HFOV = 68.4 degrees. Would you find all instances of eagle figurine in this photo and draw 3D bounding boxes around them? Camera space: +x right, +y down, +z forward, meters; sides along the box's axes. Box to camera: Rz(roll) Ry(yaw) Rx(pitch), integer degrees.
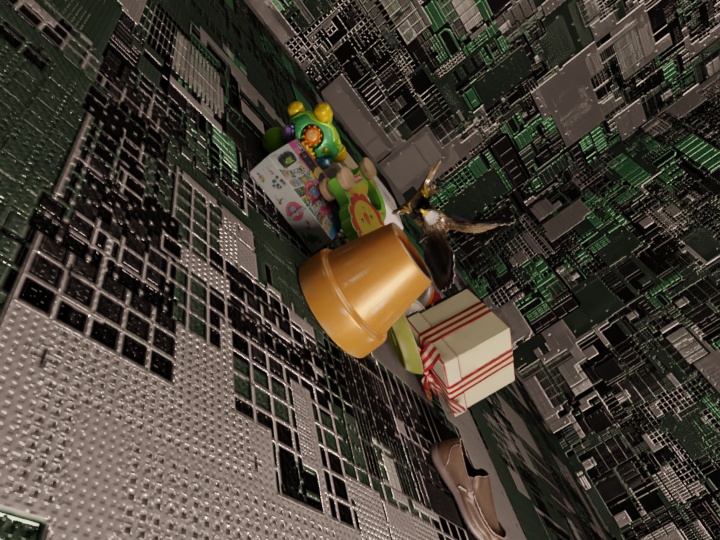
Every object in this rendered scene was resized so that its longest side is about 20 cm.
[{"bbox_3d":[0.147,-0.070,0.909,0.149,0.154,0.200,-17,48,-38],"label":"eagle figurine"}]

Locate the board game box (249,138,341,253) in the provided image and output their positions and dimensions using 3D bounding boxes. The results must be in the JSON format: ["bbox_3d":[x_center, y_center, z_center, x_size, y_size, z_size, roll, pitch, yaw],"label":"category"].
[{"bbox_3d":[-0.113,-0.155,1.081,0.201,0.064,0.148,52,31,-11],"label":"board game box"}]

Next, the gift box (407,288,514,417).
[{"bbox_3d":[0.207,0.177,1.114,0.200,0.184,0.187,49,-19,57],"label":"gift box"}]

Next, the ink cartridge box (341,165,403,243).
[{"bbox_3d":[0.007,-0.159,1.399,0.145,0.146,0.201,48,15,-24],"label":"ink cartridge box"}]

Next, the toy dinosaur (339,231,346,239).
[{"bbox_3d":[0.003,-0.076,1.212,0.200,0.048,0.088,43,-18,-15],"label":"toy dinosaur"}]

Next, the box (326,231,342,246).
[{"bbox_3d":[-0.115,-0.148,1.178,0.201,0.041,0.039,53,14,-6],"label":"box"}]

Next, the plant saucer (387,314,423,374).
[{"bbox_3d":[0.072,0.122,1.082,0.200,0.031,0.203,157,-89,-84],"label":"plant saucer"}]

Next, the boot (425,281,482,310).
[{"bbox_3d":[0.261,0.144,1.287,0.202,0.137,0.077,60,17,7],"label":"boot"}]

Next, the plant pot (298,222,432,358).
[{"bbox_3d":[0.020,0.019,0.940,0.201,0.182,0.201,50,14,-17],"label":"plant pot"}]

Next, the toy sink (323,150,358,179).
[{"bbox_3d":[-0.073,-0.220,1.306,0.112,0.129,0.201,47,16,-26],"label":"toy sink"}]

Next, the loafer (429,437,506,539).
[{"bbox_3d":[0.198,0.384,0.924,0.202,0.070,0.073,58,14,10],"label":"loafer"}]

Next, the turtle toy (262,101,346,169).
[{"bbox_3d":[-0.128,-0.288,1.179,0.197,0.102,0.147,13,-33,30],"label":"turtle toy"}]

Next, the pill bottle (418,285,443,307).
[{"bbox_3d":[0.187,0.117,1.433,0.200,0.112,0.114,45,16,-36],"label":"pill bottle"}]

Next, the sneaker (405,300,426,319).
[{"bbox_3d":[0.109,0.114,1.227,0.107,0.074,0.202,-120,-171,-46],"label":"sneaker"}]

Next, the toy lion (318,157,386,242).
[{"bbox_3d":[0.006,-0.125,1.114,0.194,0.068,0.200,61,29,-7],"label":"toy lion"}]
